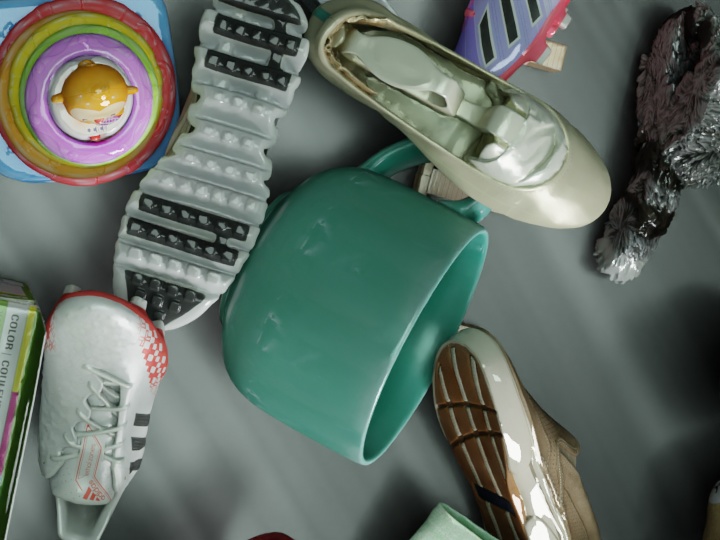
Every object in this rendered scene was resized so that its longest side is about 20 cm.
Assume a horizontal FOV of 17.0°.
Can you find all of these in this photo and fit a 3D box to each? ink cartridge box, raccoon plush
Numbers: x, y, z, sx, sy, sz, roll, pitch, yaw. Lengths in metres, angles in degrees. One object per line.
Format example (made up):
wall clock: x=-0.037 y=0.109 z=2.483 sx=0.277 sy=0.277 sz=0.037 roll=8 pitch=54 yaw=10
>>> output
ink cartridge box: x=-0.224 y=0.082 z=1.322 sx=0.075 sy=0.200 sz=0.149 roll=12 pitch=93 yaw=-12
raccoon plush: x=0.233 y=-0.079 z=1.476 sx=0.133 sy=0.097 sz=0.201 roll=13 pitch=123 yaw=-25

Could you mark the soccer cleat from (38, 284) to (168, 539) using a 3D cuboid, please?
soccer cleat: x=-0.148 y=0.082 z=1.345 sx=0.068 sy=0.200 sz=0.086 roll=12 pitch=57 yaw=-1

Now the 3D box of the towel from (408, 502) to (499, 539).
towel: x=0.048 y=0.255 z=1.455 sx=0.152 sy=0.023 sz=0.200 roll=35 pitch=108 yaw=-11

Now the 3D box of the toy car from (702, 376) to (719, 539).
toy car: x=0.241 y=0.138 z=1.451 sx=0.158 sy=0.164 sz=0.200 roll=41 pitch=101 yaw=-9

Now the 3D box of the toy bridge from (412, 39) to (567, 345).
toy bridge: x=0.066 y=-0.047 z=1.455 sx=0.067 sy=0.027 sz=0.201 roll=15 pitch=93 yaw=-10

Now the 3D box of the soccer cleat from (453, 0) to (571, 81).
soccer cleat: x=0.101 y=-0.180 z=1.403 sx=0.076 sy=0.067 sz=0.200 roll=39 pitch=89 yaw=-8

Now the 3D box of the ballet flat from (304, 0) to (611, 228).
ballet flat: x=0.057 y=-0.087 z=1.341 sx=0.199 sy=0.069 sz=0.070 roll=30 pitch=89 yaw=-5

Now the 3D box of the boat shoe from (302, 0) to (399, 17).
boat shoe: x=-0.017 y=-0.190 z=1.400 sx=0.067 sy=0.074 sz=0.200 roll=-44 pitch=102 yaw=-4

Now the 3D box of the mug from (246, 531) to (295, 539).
mug: x=-0.100 y=0.230 z=1.363 sx=0.176 sy=0.200 sz=0.134 roll=-20 pitch=99 yaw=-9

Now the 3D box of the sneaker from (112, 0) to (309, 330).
sneaker: x=-0.082 y=-0.061 z=1.359 sx=0.075 sy=0.081 sz=0.201 roll=23 pitch=89 yaw=-4

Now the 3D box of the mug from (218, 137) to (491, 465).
mug: x=-0.005 y=0.010 z=1.393 sx=0.114 sy=0.185 sz=0.153 roll=27 pitch=129 yaw=12

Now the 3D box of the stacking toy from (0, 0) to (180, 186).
stacking toy: x=-0.148 y=-0.097 z=1.318 sx=0.115 sy=0.200 sz=0.111 roll=-6 pitch=97 yaw=-10

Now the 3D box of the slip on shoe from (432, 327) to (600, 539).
slip on shoe: x=0.099 y=0.109 z=1.436 sx=0.060 sy=0.076 sz=0.201 roll=-33 pitch=122 yaw=-22
